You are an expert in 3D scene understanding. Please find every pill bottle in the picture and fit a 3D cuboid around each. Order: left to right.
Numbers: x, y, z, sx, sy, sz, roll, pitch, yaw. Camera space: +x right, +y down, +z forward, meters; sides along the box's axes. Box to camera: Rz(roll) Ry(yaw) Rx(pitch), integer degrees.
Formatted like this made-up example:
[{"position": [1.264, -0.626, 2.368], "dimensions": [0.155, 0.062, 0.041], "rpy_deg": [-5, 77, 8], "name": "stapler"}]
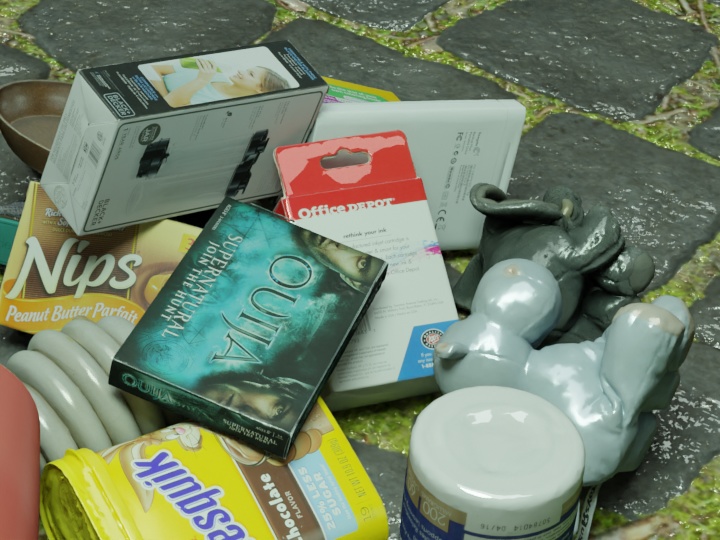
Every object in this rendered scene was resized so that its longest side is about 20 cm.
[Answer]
[{"position": [0.078, 0.182, 1.270], "dimensions": [0.111, 0.200, 0.111], "rpy_deg": [3, 37, -2], "name": "pill bottle"}]

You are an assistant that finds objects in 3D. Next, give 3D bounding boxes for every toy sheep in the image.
[{"position": [-0.202, 0.100, 1.412], "dimensions": [0.200, 0.138, 0.138], "rpy_deg": [-39, 53, -22], "name": "toy sheep"}]

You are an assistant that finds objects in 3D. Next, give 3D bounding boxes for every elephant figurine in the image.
[{"position": [0.136, -0.012, 1.611], "dimensions": [0.142, 0.155, 0.200], "rpy_deg": [-50, 37, 3], "name": "elephant figurine"}]

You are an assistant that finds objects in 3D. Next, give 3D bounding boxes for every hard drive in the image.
[{"position": [0.034, -0.075, 1.612], "dimensions": [0.200, 0.132, 0.027], "rpy_deg": [-4, 31, -31], "name": "hard drive"}]

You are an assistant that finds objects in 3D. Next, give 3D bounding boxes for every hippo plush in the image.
[{"position": [0.136, 0.083, 1.446], "dimensions": [0.161, 0.159, 0.200], "rpy_deg": [26, 82, 17], "name": "hippo plush"}]

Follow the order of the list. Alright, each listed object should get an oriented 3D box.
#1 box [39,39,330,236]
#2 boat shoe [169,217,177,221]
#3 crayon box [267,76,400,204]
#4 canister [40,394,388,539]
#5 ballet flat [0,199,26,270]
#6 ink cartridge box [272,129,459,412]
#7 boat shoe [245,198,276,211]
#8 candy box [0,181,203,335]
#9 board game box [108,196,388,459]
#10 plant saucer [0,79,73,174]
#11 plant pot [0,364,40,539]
[{"position": [-0.131, -0.102, 1.488], "dimensions": [0.200, 0.117, 0.060], "rpy_deg": [-14, 52, -39], "name": "box"}, {"position": [-0.226, -0.095, 1.710], "dimensions": [0.074, 0.060, 0.200], "rpy_deg": [-20, 44, -31], "name": "boat shoe"}, {"position": [-0.022, -0.108, 1.692], "dimensions": [0.200, 0.058, 0.173], "rpy_deg": [10, 26, -37], "name": "crayon box"}, {"position": [-0.098, 0.167, 1.344], "dimensions": [0.200, 0.087, 0.149], "rpy_deg": [-18, 64, -30], "name": "canister"}, {"position": [-0.216, -0.013, 1.605], "dimensions": [0.200, 0.072, 0.072], "rpy_deg": [19, 40, 16], "name": "ballet flat"}, {"position": [0.000, 0.000, 1.528], "dimensions": [0.116, 0.067, 0.200], "rpy_deg": [-9, 73, -18], "name": "ink cartridge box"}, {"position": [-0.132, -0.090, 1.711], "dimensions": [0.068, 0.072, 0.200], "rpy_deg": [-40, 43, 6], "name": "boat shoe"}, {"position": [-0.175, 0.013, 1.526], "dimensions": [0.200, 0.116, 0.055], "rpy_deg": [16, -1, 16], "name": "candy box"}, {"position": [-0.075, 0.035, 1.398], "dimensions": [0.135, 0.028, 0.200], "rpy_deg": [22, 42, 7], "name": "board game box"}, {"position": [-0.207, -0.101, 1.610], "dimensions": [0.200, 0.035, 0.200], "rpy_deg": [16, 20, -6], "name": "plant saucer"}, {"position": [-0.288, 0.153, 1.250], "dimensions": [0.200, 0.201, 0.178], "rpy_deg": [6, 46, 1], "name": "plant pot"}]
